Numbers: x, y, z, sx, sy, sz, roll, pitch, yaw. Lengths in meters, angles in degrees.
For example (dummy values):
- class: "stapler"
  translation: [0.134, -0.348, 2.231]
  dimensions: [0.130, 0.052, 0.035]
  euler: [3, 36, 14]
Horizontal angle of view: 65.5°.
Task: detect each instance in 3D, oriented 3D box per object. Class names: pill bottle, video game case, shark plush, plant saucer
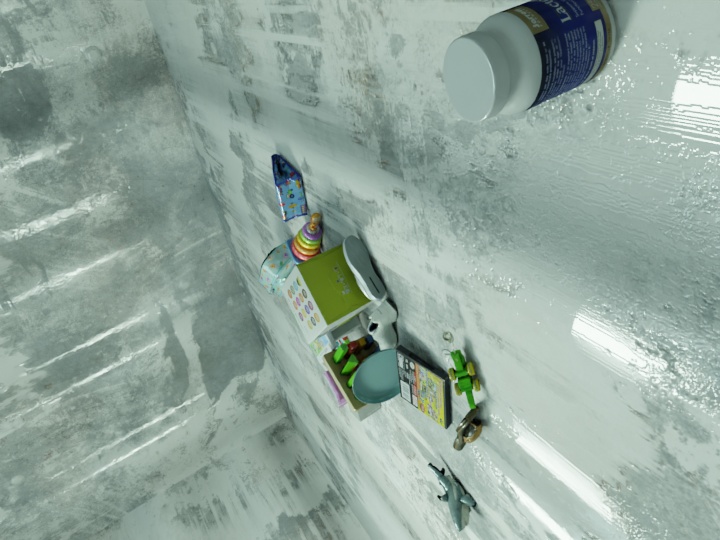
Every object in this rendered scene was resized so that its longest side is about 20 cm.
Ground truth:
- class: "pill bottle"
  translation: [0.201, -0.258, 0.677]
  dimensions: [0.116, 0.196, 0.118]
  euler: [47, 154, 33]
- class: "video game case"
  translation: [0.176, 0.326, 1.567]
  dimensions: [0.178, 0.025, 0.205]
  euler: [29, 140, 39]
- class: "shark plush"
  translation: [0.269, 0.671, 1.689]
  dimensions: [0.203, 0.082, 0.091]
  euler: [59, 158, 15]
- class: "video game case"
  translation: [-0.155, 0.197, 1.871]
  dimensions: [0.203, 0.022, 0.183]
  euler: [59, 152, 12]
- class: "plant saucer"
  translation: [0.064, 0.303, 1.628]
  dimensions: [0.028, 0.194, 0.205]
  euler: [-123, 19, -51]

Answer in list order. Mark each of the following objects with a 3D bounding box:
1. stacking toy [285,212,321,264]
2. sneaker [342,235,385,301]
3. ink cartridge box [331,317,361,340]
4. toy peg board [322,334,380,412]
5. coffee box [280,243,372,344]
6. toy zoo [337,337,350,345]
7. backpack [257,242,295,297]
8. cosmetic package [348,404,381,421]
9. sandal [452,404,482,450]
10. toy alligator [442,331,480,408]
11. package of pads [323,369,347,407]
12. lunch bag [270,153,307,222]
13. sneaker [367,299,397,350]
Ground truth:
- class: "stacking toy"
  translation: [-0.166, -0.120, 1.868]
  dimensions: [0.112, 0.113, 0.202]
  euler: [59, 145, 24]
- class: "sneaker"
  translation: [0.000, 0.000, 1.611]
  dimensions: [0.205, 0.072, 0.071]
  euler: [64, 155, 1]
- class: "ink cartridge box"
  translation: [-0.115, 0.148, 1.946]
  dimensions: [0.204, 0.142, 0.145]
  euler: [61, 157, 7]
- class: "toy peg board"
  translation: [0.017, 0.299, 1.758]
  dimensions: [0.202, 0.195, 0.099]
  euler: [56, 141, 20]
- class: "coffee box"
  translation: [-0.100, 0.068, 1.724]
  dimensions: [0.204, 0.196, 0.198]
  euler: [60, 150, 9]
- class: "toy zoo"
  translation: [-0.089, 0.252, 2.167]
  dimensions: [0.202, 0.020, 0.132]
  euler: [56, 157, 22]
- class: "backpack"
  translation: [-0.311, -0.006, 2.213]
  dimensions: [0.152, 0.176, 0.202]
  euler: [39, 151, 13]
- class: "cosmetic package"
  translation: [-0.001, 0.433, 2.042]
  dimensions: [0.090, 0.105, 0.205]
  euler: [27, 139, 56]
- class: "sandal"
  translation: [0.274, 0.405, 1.403]
  dimensions: [0.054, 0.081, 0.204]
  euler: [32, 144, 25]
- class: "toy alligator"
  translation: [0.238, 0.227, 1.327]
  dimensions: [0.054, 0.058, 0.206]
  euler: [-50, -60, -69]
- class: "package of pads"
  translation: [-0.016, 0.351, 1.861]
  dimensions: [0.122, 0.196, 0.076]
  euler: [56, 163, 26]
- class: "lunch bag"
  translation: [-0.259, -0.294, 1.918]
  dimensions: [0.202, 0.091, 0.154]
  euler: [-120, 17, -46]
- class: "sneaker"
  translation: [0.058, 0.173, 1.644]
  dimensions: [0.074, 0.086, 0.204]
  euler: [42, 150, 39]
